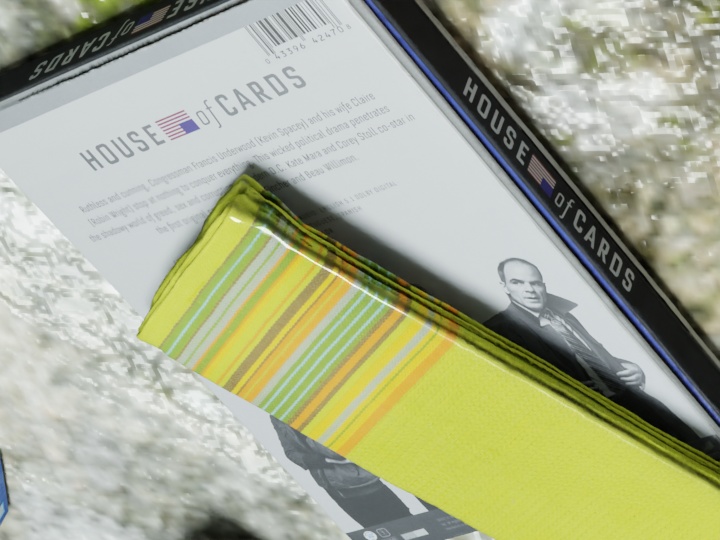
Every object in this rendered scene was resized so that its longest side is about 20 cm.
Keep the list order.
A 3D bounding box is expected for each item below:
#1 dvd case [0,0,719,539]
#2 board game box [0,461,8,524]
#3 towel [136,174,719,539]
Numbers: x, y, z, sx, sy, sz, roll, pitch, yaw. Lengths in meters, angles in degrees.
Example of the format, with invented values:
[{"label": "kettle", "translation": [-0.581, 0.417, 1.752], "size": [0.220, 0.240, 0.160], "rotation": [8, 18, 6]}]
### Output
[{"label": "dvd case", "translation": [0.000, 0.000, 0.788], "size": [0.150, 0.025, 0.200], "rotation": [-18, 124, 39]}, {"label": "board game box", "translation": [-0.237, 0.097, 0.924], "size": [0.199, 0.136, 0.035], "rotation": [14, 139, 14]}, {"label": "towel", "translation": [0.034, 0.045, 0.791], "size": [0.199, 0.018, 0.086], "rotation": [30, 146, -9]}]
